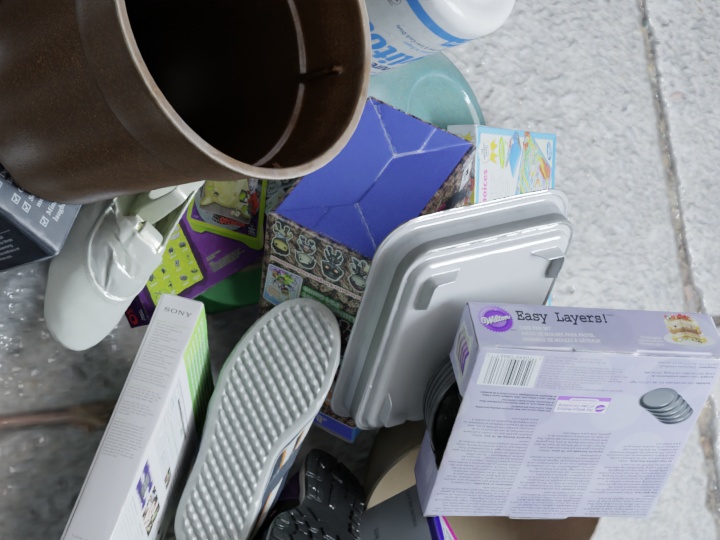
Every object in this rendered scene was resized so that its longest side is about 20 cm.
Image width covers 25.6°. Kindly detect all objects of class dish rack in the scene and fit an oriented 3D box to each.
[{"bbox_3d":[0.073,0.038,1.155,0.170,0.201,0.044,-13,50,-31],"label":"dish rack"}]

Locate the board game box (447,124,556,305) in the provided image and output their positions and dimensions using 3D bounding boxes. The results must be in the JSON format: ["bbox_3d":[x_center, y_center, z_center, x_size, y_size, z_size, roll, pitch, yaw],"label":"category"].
[{"bbox_3d":[0.128,-0.029,1.457,0.134,0.034,0.203,0,93,-51],"label":"board game box"}]

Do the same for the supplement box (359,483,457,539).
[{"bbox_3d":[0.056,0.285,1.239,0.201,0.102,0.101,60,7,-24],"label":"supplement box"}]

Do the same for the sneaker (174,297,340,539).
[{"bbox_3d":[-0.077,0.114,1.153,0.078,0.079,0.202,27,83,2],"label":"sneaker"}]

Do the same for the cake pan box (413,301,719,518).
[{"bbox_3d":[0.145,0.107,1.160,0.197,0.186,0.053,2,41,-12],"label":"cake pan box"}]

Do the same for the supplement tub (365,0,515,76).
[{"bbox_3d":[0.019,-0.234,1.308,0.131,0.199,0.134,14,70,-43],"label":"supplement tub"}]

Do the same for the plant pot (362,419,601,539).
[{"bbox_3d":[0.091,0.157,1.321,0.200,0.199,0.135,41,23,-31],"label":"plant pot"}]

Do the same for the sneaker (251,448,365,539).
[{"bbox_3d":[-0.050,0.215,1.164,0.076,0.088,0.200,41,18,-4],"label":"sneaker"}]

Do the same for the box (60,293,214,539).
[{"bbox_3d":[-0.151,0.137,1.098,0.145,0.036,0.202,92,16,-59],"label":"box"}]

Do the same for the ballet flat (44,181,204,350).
[{"bbox_3d":[-0.149,-0.036,1.074,0.070,0.069,0.201,47,51,-28],"label":"ballet flat"}]

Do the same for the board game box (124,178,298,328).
[{"bbox_3d":[-0.120,-0.053,1.175,0.199,0.032,0.121,-33,108,-45],"label":"board game box"}]

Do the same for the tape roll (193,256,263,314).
[{"bbox_3d":[-0.118,-0.069,1.236,0.199,0.048,0.203,13,72,-44],"label":"tape roll"}]

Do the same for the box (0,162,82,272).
[{"bbox_3d":[-0.270,-0.116,1.042,0.200,0.106,0.150,43,52,-32],"label":"box"}]

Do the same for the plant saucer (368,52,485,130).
[{"bbox_3d":[0.064,-0.124,1.447,0.200,0.038,0.204,14,71,-45],"label":"plant saucer"}]

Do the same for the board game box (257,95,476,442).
[{"bbox_3d":[0.000,0.000,1.227,0.160,0.096,0.201,-52,161,-40],"label":"board game box"}]

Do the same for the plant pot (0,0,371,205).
[{"bbox_3d":[-0.130,-0.134,0.974,0.199,0.197,0.203,13,71,-43],"label":"plant pot"}]
